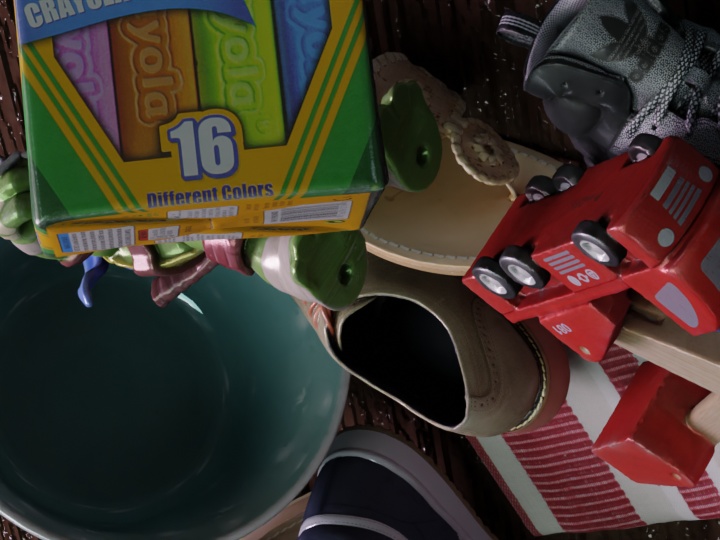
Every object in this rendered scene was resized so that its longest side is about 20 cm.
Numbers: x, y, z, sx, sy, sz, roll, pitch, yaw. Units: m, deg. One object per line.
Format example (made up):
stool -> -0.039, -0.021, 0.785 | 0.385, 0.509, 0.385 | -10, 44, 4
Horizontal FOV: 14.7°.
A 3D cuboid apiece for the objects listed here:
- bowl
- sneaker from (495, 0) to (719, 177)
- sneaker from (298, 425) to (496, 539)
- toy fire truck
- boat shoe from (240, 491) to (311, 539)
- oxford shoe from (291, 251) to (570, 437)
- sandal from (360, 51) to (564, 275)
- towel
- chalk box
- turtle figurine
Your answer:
bowl -> -0.112, 0.047, 1.289 | 0.201, 0.201, 0.105 | 41, 157, 2
sneaker -> 0.130, -0.063, 1.031 | 0.114, 0.076, 0.200 | 39, 163, -31
sneaker -> 0.041, 0.175, 1.294 | 0.200, 0.109, 0.070 | 45, 133, -16
toy fire truck -> 0.116, 0.021, 1.080 | 0.141, 0.049, 0.200 | 38, 160, -12
boat shoe -> -0.058, 0.172, 1.327 | 0.072, 0.200, 0.065 | 52, 166, 4
oxford shoe -> 0.000, 0.000, 1.207 | 0.200, 0.075, 0.071 | 37, 115, 26
sandal -> 0.000, -0.061, 1.175 | 0.211, 0.078, 0.070 | 19, 144, 31
towel -> 0.119, 0.052, 1.224 | 0.200, 0.023, 0.144 | -13, 117, 45
chalk box -> -0.065, -0.113, 0.994 | 0.125, 0.124, 0.200 | 122, 142, -83
turtle figurine -> -0.080, -0.063, 1.122 | 0.194, 0.144, 0.200 | 11, 111, 35
